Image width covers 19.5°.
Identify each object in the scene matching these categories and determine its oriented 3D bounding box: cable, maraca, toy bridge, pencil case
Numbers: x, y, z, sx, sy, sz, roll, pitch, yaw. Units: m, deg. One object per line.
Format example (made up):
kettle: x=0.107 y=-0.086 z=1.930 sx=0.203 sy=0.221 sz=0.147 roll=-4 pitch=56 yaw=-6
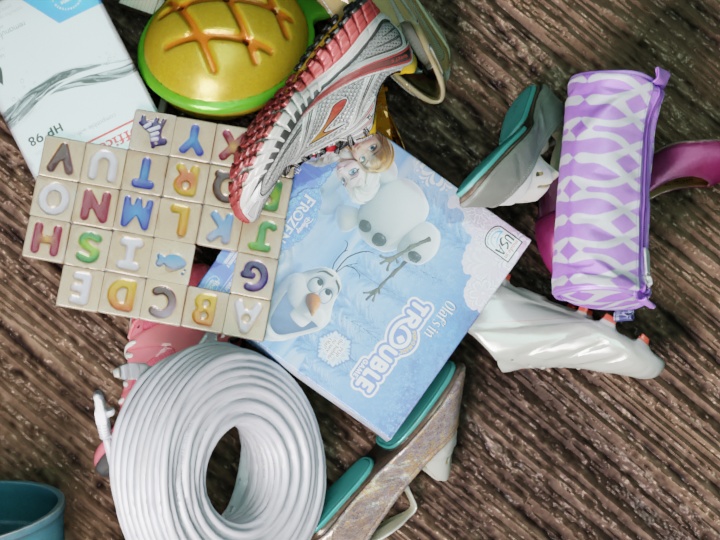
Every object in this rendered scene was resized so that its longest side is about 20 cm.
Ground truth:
cable: x=-0.109 y=0.156 z=1.646 sx=0.200 sy=0.069 sz=0.200 roll=-16 pitch=100 yaw=-46
maraca: x=-0.099 y=-0.200 z=1.725 sx=0.137 sy=0.107 sz=0.200 roll=28 pitch=55 yaw=15
toy bridge: x=-0.199 y=-0.134 z=1.751 sx=0.067 sy=0.027 sz=0.200 roll=18 pitch=84 yaw=-3
pencil case: x=0.202 y=-0.063 z=1.691 sx=0.085 sy=0.084 sz=0.200 roll=-5 pitch=77 yaw=40

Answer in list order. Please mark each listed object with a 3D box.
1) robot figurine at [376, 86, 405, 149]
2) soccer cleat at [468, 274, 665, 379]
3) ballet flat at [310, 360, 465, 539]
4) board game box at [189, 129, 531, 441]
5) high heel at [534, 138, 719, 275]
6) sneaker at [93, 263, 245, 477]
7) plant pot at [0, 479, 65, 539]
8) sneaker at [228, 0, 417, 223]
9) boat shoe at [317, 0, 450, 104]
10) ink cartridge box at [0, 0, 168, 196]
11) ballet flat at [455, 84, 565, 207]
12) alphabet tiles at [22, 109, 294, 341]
robot figurine: x=-0.013 y=-0.051 z=1.743 sx=0.145 sy=0.058 sz=0.200 roll=-7 pitch=84 yaw=-5
soccer cleat: x=0.154 y=0.058 z=1.745 sx=0.200 sy=0.069 sz=0.078 roll=22 pitch=88 yaw=5
ballet flat: x=0.032 y=0.164 z=1.729 sx=0.067 sy=0.068 sz=0.200 roll=43 pitch=87 yaw=-19
board game box: x=0.000 y=0.000 z=1.686 sx=0.199 sy=0.043 sz=0.200 roll=35 pitch=81 yaw=-1
high heel: x=0.246 y=-0.052 z=1.761 sx=0.200 sy=0.067 sz=0.096 roll=-10 pitch=77 yaw=8
sneaker: x=-0.166 y=0.080 z=1.720 sx=0.087 sy=0.074 sz=0.200 roll=35 pitch=76 yaw=10
plant pot: x=-0.316 y=0.280 z=1.624 sx=0.200 sy=0.200 sz=0.188 roll=-8 pitch=99 yaw=-6
sneaker: x=-0.030 y=-0.116 z=1.635 sx=0.082 sy=0.078 sz=0.200 roll=40 pitch=86 yaw=-14
boat shoe: x=0.014 y=-0.210 z=1.701 sx=0.072 sy=0.076 sz=0.200 roll=-34 pitch=129 yaw=21
ink cartridge box: x=-0.231 y=-0.134 z=1.700 sx=0.116 sy=0.067 sz=0.200 roll=-28 pitch=87 yaw=-6
ballet flat: x=0.136 y=-0.091 z=1.707 sx=0.064 sy=0.200 sz=0.067 roll=43 pitch=123 yaw=-6
alphabet tiles: x=-0.160 y=-0.042 z=1.655 sx=0.200 sy=0.008 sz=0.167 roll=10 pitch=81 yaw=-3
